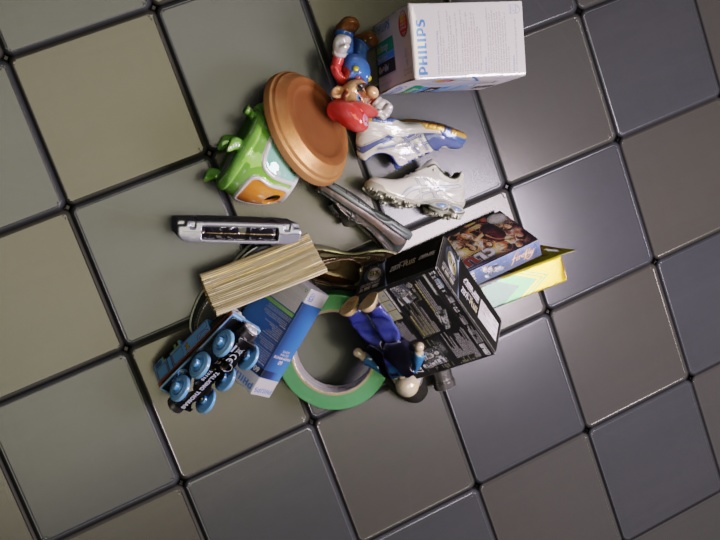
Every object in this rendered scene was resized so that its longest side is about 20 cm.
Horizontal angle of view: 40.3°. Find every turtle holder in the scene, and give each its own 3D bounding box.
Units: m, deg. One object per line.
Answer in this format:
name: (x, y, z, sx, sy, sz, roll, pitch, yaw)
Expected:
turtle holder: (-0.165, -0.190, 1.625, 0.131, 0.186, 0.141, 30, 120, -16)

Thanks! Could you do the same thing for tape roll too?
tape roll: (-0.044, 0.136, 1.688, 0.198, 0.048, 0.203, 0, 98, 3)

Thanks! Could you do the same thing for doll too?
doll: (0.040, 0.128, 1.615, 0.201, 0.136, 0.049, 58, 39, -25)

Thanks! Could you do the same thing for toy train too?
toy train: (-0.248, 0.143, 1.599, 0.200, 0.115, 0.086, -45, 132, 12)

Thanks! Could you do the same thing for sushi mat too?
sushi mat: (-0.159, 0.005, 1.600, 0.198, 0.096, 0.012, -22, 143, -14)

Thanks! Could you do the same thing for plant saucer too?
plant saucer: (-0.082, -0.239, 1.618, 0.037, 0.200, 0.201, -21, 105, 31)

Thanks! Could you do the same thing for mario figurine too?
mario figurine: (0.005, -0.324, 1.636, 0.122, 0.106, 0.202, 6, 66, -14)

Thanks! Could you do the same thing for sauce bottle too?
sauce bottle: (0.128, 0.117, 1.764, 0.064, 0.065, 0.202, -18, 98, -15)

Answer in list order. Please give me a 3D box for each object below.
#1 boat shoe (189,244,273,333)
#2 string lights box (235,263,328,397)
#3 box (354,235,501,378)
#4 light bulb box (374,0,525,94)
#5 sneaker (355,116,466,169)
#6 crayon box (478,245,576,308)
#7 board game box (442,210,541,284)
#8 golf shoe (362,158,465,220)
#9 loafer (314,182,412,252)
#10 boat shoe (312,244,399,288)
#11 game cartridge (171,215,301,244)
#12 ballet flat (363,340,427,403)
boat shoe: (-0.216, 0.033, 1.654, 0.075, 0.060, 0.201, 35, 84, -16)
string lights box: (-0.150, 0.098, 1.638, 0.201, 0.102, 0.059, -59, 147, 5)
box: (0.115, 0.065, 1.630, 0.163, 0.086, 0.200, -22, 119, 30)
light bulb box: (0.147, -0.375, 1.661, 0.198, 0.198, 0.126, -6, 94, -15)
sneaker: (0.086, -0.222, 1.728, 0.198, 0.075, 0.089, 5, 101, -9)
crayon box: (0.281, 0.010, 1.770, 0.198, 0.127, 0.051, -20, 101, -14)
board game box: (0.199, -0.030, 1.737, 0.199, 0.136, 0.035, -24, 124, -14)
golf shoe: (0.097, -0.152, 1.732, 0.198, 0.078, 0.098, 11, 89, -27)
loafer: (-0.001, -0.089, 1.708, 0.199, 0.072, 0.063, 30, 98, -21)
boat shoe: (-0.001, 0.006, 1.697, 0.200, 0.075, 0.075, 3, 114, -9)
game cartridge: (-0.207, -0.068, 1.611, 0.198, 0.133, 0.041, 1, 102, -16)
ballet flat: (0.060, 0.162, 1.746, 0.068, 0.068, 0.201, -40, 104, -10)
